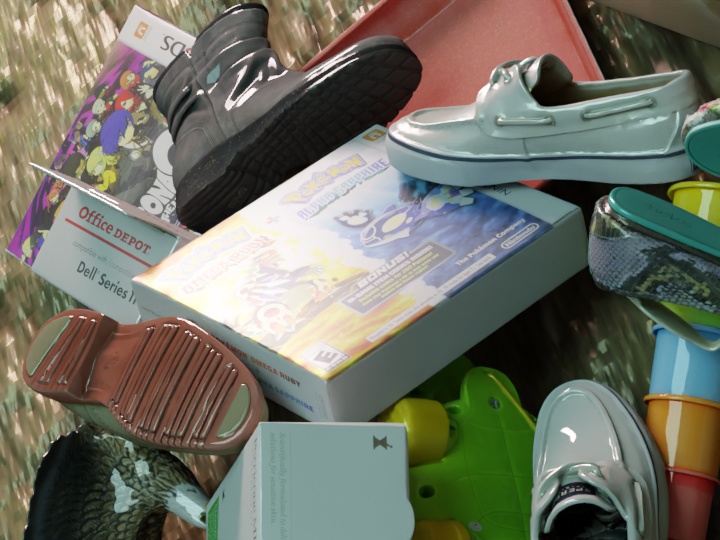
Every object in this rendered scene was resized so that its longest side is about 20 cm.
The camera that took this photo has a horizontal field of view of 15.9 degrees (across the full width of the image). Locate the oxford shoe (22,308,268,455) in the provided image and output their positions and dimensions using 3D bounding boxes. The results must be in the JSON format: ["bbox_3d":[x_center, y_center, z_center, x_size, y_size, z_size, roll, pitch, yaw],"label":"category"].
[{"bbox_3d":[-0.108,0.070,1.463,0.200,0.074,0.071,18,73,49],"label":"oxford shoe"}]

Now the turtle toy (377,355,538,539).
[{"bbox_3d":[0.061,0.124,1.453,0.101,0.145,0.201,-48,43,44],"label":"turtle toy"}]

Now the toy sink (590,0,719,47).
[{"bbox_3d":[0.168,-0.221,1.501,0.199,0.112,0.131,24,87,36],"label":"toy sink"}]

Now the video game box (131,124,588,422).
[{"bbox_3d":[0.000,0.000,1.481,0.200,0.047,0.182,-34,36,-28],"label":"video game box"}]

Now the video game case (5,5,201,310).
[{"bbox_3d":[-0.141,-0.063,1.766,0.181,0.036,0.201,32,94,45],"label":"video game case"}]

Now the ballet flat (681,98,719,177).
[{"bbox_3d":[0.273,-0.077,1.382,0.199,0.076,0.064,5,50,27],"label":"ballet flat"}]

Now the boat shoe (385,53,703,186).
[{"bbox_3d":[0.102,-0.091,1.472,0.199,0.071,0.070,3,116,31],"label":"boat shoe"}]

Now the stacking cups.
[{"bbox_3d":[0.179,0.054,1.418,0.060,0.060,0.201,2,74,42],"label":"stacking cups"}]

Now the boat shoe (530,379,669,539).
[{"bbox_3d":[0.118,0.132,1.346,0.072,0.066,0.201,-16,50,20],"label":"boat shoe"}]

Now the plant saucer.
[{"bbox_3d":[0.063,-0.100,1.602,0.199,0.037,0.201,-39,50,23],"label":"plant saucer"}]

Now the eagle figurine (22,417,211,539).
[{"bbox_3d":[-0.140,0.147,1.588,0.151,0.151,0.201,24,90,60],"label":"eagle figurine"}]

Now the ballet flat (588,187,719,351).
[{"bbox_3d":[0.213,0.017,1.369,0.199,0.072,0.072,20,85,9],"label":"ballet flat"}]

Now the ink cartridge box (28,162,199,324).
[{"bbox_3d":[-0.120,0.007,1.603,0.117,0.200,0.068,27,90,44],"label":"ink cartridge box"}]

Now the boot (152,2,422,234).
[{"bbox_3d":[-0.056,-0.125,1.649,0.200,0.070,0.132,-31,50,24],"label":"boot"}]

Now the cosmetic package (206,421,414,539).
[{"bbox_3d":[-0.031,0.157,1.408,0.200,0.084,0.108,118,152,-68],"label":"cosmetic package"}]
